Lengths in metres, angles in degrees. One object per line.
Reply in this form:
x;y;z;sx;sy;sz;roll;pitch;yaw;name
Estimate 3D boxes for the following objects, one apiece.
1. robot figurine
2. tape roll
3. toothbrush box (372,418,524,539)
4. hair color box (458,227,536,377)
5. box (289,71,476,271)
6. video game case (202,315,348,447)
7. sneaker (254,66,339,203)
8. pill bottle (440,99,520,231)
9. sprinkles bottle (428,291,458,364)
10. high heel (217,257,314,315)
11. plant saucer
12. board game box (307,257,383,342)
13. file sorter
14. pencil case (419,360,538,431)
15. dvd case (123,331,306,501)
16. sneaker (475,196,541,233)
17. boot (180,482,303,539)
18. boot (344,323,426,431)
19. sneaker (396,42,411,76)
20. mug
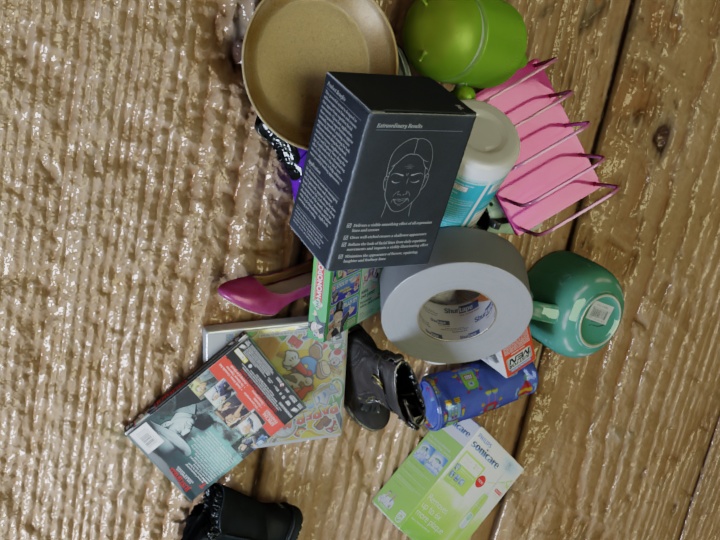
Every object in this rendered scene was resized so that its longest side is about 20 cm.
0.133;-0.294;1.212;0.199;0.115;0.178;-5;94;-50;robot figurine
0.124;0.036;1.263;0.197;0.067;0.202;-2;137;-2;tape roll
0.139;0.338;1.510;0.200;0.086;0.146;-49;127;-8;toothbrush box
0.186;0.044;1.403;0.063;0.111;0.202;-28;122;-19;hair color box
0.022;-0.114;1.108;0.147;0.107;0.202;-4;125;-33;box
-0.114;0.153;1.295;0.197;0.023;0.184;-5;112;-22;video game case
-0.085;-0.160;1.179;0.098;0.069;0.203;-4;103;-30;sneaker
0.118;-0.115;1.224;0.110;0.112;0.201;-16;155;-26;pill bottle
0.107;0.034;1.370;0.068;0.068;0.202;-21;122;-23;sprinkles bottle
-0.090;0.005;1.235;0.198;0.067;0.097;7;115;-39;high heel
-0.050;-0.241;1.121;0.198;0.035;0.203;-4;100;-25;plant saucer
0.000;0.000;1.262;0.199;0.029;0.136;-25;125;-56;board game box
0.235;-0.163;1.276;0.138;0.125;0.202;-30;99;-1;file sorter
0.177;0.176;1.473;0.198;0.087;0.078;-17;154;-25;pencil case
-0.188;0.192;1.257;0.199;0.022;0.146;-40;119;-5;dvd case
0.212;-0.143;1.366;0.117;0.074;0.203;-12;115;-29;sneaker
-0.184;0.402;1.335;0.167;0.076;0.202;24;88;-40;boot
0.034;0.174;1.320;0.069;0.174;0.202;-29;122;-19;boot
0.014;-0.184;1.195;0.115;0.074;0.203;-45;139;-59;sneaker
0.325;0.066;1.497;0.184;0.114;0.153;-31;123;-18;mug
